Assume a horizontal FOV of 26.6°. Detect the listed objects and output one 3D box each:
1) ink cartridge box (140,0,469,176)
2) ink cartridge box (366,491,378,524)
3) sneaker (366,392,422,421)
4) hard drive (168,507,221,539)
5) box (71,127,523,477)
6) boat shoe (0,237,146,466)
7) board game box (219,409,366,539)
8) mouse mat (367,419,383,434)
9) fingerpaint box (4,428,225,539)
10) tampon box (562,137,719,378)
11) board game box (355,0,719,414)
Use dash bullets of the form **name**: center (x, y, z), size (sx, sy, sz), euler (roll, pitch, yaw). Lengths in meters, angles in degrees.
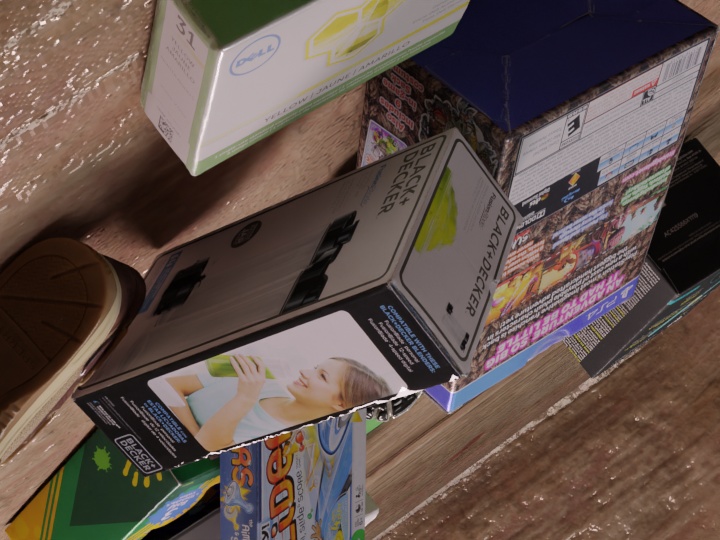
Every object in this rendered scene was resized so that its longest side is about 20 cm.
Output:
- **ink cartridge box**: center (-0.006, -0.128, 0.571), size (0.145, 0.048, 0.200), euler (-31, 168, -23)
- **ink cartridge box**: center (-0.094, 0.303, 1.709), size (0.147, 0.083, 0.200), euler (-45, 164, 29)
- **sneaker**: center (0.044, 0.013, 1.138), size (0.200, 0.079, 0.089), euler (-52, -158, 7)
- **hard drive**: center (-0.120, 0.213, 1.148), size (0.132, 0.027, 0.200), euler (-34, 170, 7)
- **box**: center (-0.031, 0.018, 0.723), size (0.200, 0.060, 0.117), euler (-20, -150, 35)
- **boat shoe**: center (-0.180, 0.065, 0.724), size (0.200, 0.072, 0.072), euler (-46, 164, 9)
- **board game box**: center (-0.045, 0.121, 1.049), size (0.135, 0.034, 0.200), euler (-18, 112, -56)
- **mouse mat**: center (0.043, 0.134, 1.658), size (0.161, 0.008, 0.200), euler (-35, 168, -10)
- **fingerpaint box**: center (-0.130, 0.145, 1.106), size (0.167, 0.073, 0.200), euler (-45, 165, 31)
- **tampon box**: center (0.286, -0.010, 1.542), size (0.150, 0.126, 0.200), euler (-29, 165, -29)
- **board game box**: center (0.085, -0.050, 0.826), size (0.159, 0.097, 0.200), euler (-28, 145, -32)
